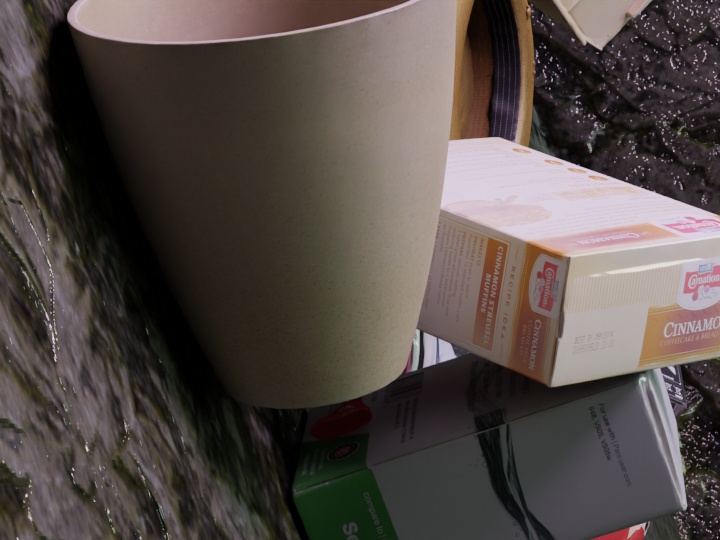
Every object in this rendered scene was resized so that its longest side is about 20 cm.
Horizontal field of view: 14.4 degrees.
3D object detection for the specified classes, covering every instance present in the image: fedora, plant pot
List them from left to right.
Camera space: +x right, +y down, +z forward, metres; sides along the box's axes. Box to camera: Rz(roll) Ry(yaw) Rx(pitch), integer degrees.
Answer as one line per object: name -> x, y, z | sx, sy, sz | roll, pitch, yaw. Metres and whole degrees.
plant pot -> -0.035, -0.041, 1.389 | 0.187, 0.187, 0.200 | -81, 165, -71
fedora -> 0.044, -0.110, 1.720 | 0.201, 0.082, 0.201 | 2, 90, -68

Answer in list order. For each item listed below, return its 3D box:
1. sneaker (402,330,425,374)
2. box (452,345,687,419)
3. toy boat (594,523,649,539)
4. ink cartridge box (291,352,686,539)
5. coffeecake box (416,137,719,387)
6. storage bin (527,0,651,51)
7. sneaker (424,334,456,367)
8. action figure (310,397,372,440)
sneaker -> 0.000, 0.000, 1.737 | 0.087, 0.074, 0.200 | 39, 27, -61
box -> 0.119, 0.020, 1.938 | 0.200, 0.050, 0.158 | 22, 36, -20
toy boat -> 0.172, 0.214, 1.842 | 0.200, 0.131, 0.131 | 83, 27, -47
ink cartridge box -> 0.073, 0.101, 1.565 | 0.147, 0.200, 0.083 | -75, 146, -73
coffeecake box -> 0.087, -0.009, 1.528 | 0.153, 0.200, 0.073 | -7, 111, -43
storage bin -> 0.093, -0.265, 1.900 | 0.200, 0.094, 0.199 | 41, -3, 36
sneaker -> 0.012, 0.036, 1.808 | 0.071, 0.073, 0.200 | 27, 40, -31
action figure -> -0.032, 0.017, 1.603 | 0.200, 0.052, 0.065 | -103, 175, -60
